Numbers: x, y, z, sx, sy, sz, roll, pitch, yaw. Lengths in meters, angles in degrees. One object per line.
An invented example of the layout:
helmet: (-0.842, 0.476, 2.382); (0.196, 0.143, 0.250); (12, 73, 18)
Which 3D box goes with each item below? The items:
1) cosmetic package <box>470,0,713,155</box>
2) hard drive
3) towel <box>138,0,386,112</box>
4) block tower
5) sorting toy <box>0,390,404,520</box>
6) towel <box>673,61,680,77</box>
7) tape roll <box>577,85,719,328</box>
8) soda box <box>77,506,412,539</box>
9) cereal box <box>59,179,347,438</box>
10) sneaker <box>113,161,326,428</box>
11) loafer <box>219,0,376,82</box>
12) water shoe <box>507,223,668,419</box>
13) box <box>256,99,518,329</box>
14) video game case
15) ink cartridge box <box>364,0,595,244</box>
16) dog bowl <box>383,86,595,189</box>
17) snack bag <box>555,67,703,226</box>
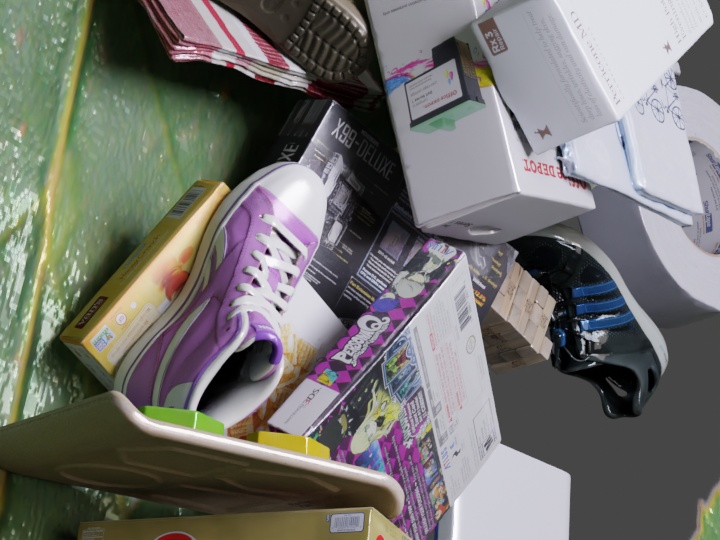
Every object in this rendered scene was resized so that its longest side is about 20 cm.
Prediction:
cosmetic package: (0.161, -0.167, 1.474); (0.102, 0.074, 0.200); (60, 35, -11)
hard drive: (0.104, 0.232, 1.613); (0.131, 0.025, 0.202); (25, 58, -39)
towel: (-0.084, -0.177, 1.523); (0.199, 0.023, 0.144); (12, 34, -44)
block tower: (0.068, -0.006, 1.642); (0.200, 0.054, 0.058); (44, 49, -27)
sorting toy: (-0.099, 0.114, 1.300); (0.199, 0.185, 0.037); (21, 68, -29)
towel: (0.148, -0.204, 1.665); (0.199, 0.085, 0.167); (-13, 87, -50)
tape roll: (0.270, -0.055, 1.868); (0.199, 0.066, 0.202); (20, 61, -41)
soda box: (-0.073, 0.186, 1.307); (0.068, 0.198, 0.065); (45, 45, -56)
cereal box: (-0.083, 0.061, 1.425); (0.144, 0.039, 0.200); (-51, 118, -19)
sneaker: (-0.061, 0.021, 1.345); (0.073, 0.114, 0.201); (39, 71, -28)
loafer: (-0.065, -0.212, 1.494); (0.200, 0.076, 0.067); (47, 26, -6)
water shoe: (0.177, 0.039, 1.729); (0.200, 0.071, 0.079); (43, 50, -27)
box: (0.000, 0.000, 1.527); (0.200, 0.050, 0.158); (37, 73, -30)
video game case: (0.022, 0.108, 1.460); (0.181, 0.036, 0.201); (-48, 145, -28)
ink cartridge box: (0.081, -0.129, 1.499); (0.145, 0.083, 0.202); (6, 69, -63)
dog bowl: (0.112, -0.140, 1.721); (0.199, 0.078, 0.202); (19, 62, -41)
snack bag: (0.184, -0.139, 1.571); (0.199, 0.021, 0.190); (17, 60, -54)
